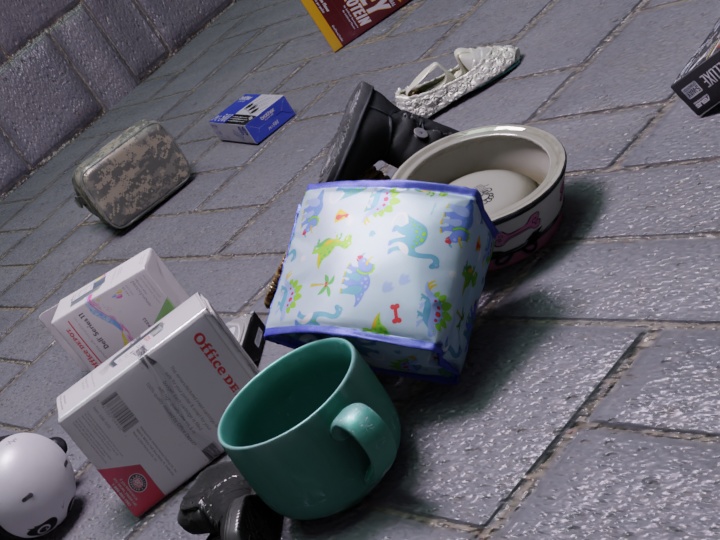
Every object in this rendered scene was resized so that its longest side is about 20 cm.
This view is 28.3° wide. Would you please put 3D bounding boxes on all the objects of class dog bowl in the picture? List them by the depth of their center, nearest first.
[{"bbox_3d":[0.131,-0.074,1.538,0.199,0.074,0.201,-13,33,9],"label":"dog bowl"}]

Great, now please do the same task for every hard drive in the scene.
[{"bbox_3d":[-0.211,0.134,1.730,0.199,0.038,0.140,-29,21,19],"label":"hard drive"}]

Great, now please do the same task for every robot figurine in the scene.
[{"bbox_3d":[-0.419,0.260,1.662,0.199,0.124,0.151,-18,61,38],"label":"robot figurine"}]

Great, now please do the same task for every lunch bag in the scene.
[{"bbox_3d":[0.016,0.006,1.390,0.198,0.128,0.171,8,69,20],"label":"lunch bag"},{"bbox_3d":[-0.423,-0.179,2.594,0.200,0.140,0.168,-40,22,-15],"label":"lunch bag"}]

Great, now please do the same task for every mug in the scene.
[{"bbox_3d":[-0.037,0.159,1.293,0.151,0.115,0.185,-31,22,7],"label":"mug"}]

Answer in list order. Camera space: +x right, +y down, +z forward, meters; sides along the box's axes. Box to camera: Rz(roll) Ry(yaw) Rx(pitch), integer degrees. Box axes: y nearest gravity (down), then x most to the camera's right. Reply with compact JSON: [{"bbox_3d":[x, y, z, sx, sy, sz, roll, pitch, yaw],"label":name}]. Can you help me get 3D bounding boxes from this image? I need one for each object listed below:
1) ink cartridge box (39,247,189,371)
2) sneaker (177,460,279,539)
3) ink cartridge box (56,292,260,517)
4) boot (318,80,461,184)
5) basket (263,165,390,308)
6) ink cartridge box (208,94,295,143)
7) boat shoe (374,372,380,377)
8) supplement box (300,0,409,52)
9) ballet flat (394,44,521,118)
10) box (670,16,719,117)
[{"bbox_3d":[-0.337,0.071,1.945,0.199,0.117,0.067,-29,23,15],"label":"ink cartridge box"},{"bbox_3d":[-0.129,0.233,1.361,0.104,0.060,0.200,-28,16,16],"label":"sneaker"},{"bbox_3d":[-0.208,0.143,1.550,0.199,0.146,0.085,-36,19,-3],"label":"ink cartridge box"},{"bbox_3d":[0.064,-0.115,1.647,0.066,0.199,0.166,-47,18,54],"label":"boot"},{"bbox_3d":[0.000,0.000,1.661,0.200,0.148,0.143,-54,-5,-41],"label":"basket"},{"bbox_3d":[-0.200,-0.278,2.599,0.094,0.044,0.200,-39,21,-16],"label":"ink cartridge box"},{"bbox_3d":[0.015,0.045,1.488,0.072,0.072,0.200,20,53,24],"label":"boat shoe"},{"bbox_3d":[-0.013,-0.555,2.789,0.199,0.133,0.197,-33,20,6],"label":"supplement box"},{"bbox_3d":[0.136,-0.279,2.056,0.199,0.072,0.072,-31,21,9],"label":"ballet flat"},{"bbox_3d":[0.435,-0.272,1.529,0.200,0.050,0.158,-50,7,-35],"label":"box"}]
